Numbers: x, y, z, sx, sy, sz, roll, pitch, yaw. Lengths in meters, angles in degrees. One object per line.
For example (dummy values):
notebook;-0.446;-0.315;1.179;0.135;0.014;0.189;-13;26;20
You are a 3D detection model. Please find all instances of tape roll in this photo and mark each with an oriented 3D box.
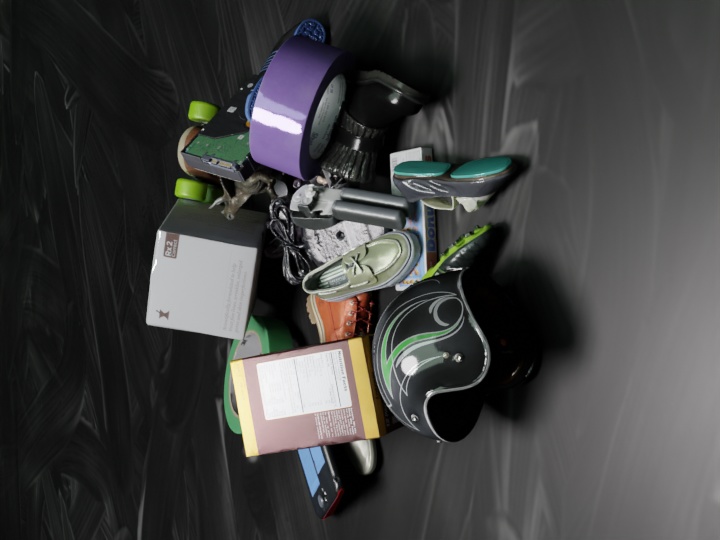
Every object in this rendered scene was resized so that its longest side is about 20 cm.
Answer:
tape roll;-0.084;-0.242;1.656;0.084;0.200;0.201;20;111;12
tape roll;-0.174;0.178;1.876;0.200;0.048;0.202;-35;50;55

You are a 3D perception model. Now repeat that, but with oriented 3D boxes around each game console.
game console;-0.074;0.279;1.748;0.177;0.031;0.201;106;147;-63

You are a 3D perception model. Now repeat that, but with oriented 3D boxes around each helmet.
helmet;0.108;0.111;1.423;0.190;0.199;0.201;-37;61;27

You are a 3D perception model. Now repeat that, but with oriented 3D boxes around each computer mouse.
computer mouse;-0.037;-0.060;1.690;0.199;0.053;0.139;-9;99;28

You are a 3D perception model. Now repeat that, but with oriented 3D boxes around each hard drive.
hard drive;-0.179;-0.232;1.797;0.139;0.200;0.038;17;147;37

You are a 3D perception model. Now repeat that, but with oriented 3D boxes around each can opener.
can opener;-0.014;-0.089;1.614;0.199;0.053;0.067;8;142;31

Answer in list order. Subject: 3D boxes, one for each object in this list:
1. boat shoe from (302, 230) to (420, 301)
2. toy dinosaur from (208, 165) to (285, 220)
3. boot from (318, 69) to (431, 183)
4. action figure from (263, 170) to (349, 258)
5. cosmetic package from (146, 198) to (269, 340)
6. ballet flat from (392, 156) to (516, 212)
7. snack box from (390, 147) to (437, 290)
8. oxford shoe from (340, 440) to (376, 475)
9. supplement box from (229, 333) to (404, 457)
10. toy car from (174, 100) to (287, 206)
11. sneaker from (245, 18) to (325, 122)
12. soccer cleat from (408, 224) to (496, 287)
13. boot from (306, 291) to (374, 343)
boat shoe;0.000;0.000;1.609;0.199;0.062;0.072;-29;71;37
toy dinosaur;-0.160;-0.170;1.795;0.102;0.077;0.201;27;79;19
boot;0.019;-0.201;1.601;0.211;0.079;0.159;27;99;66
action figure;-0.078;-0.090;1.770;0.200;0.069;0.131;-35;59;44
cosmetic package;-0.250;-0.006;1.844;0.200;0.164;0.166;-88;7;-70
ballet flat;0.131;-0.114;1.496;0.199;0.073;0.074;3;93;41
snack box;0.076;-0.072;1.599;0.072;0.024;0.202;-5;87;52
oxford shoe;-0.033;0.229;1.725;0.075;0.057;0.201;-49;55;39
supplement box;-0.041;0.167;1.552;0.199;0.197;0.134;-11;87;20
toy car;-0.196;-0.189;1.897;0.199;0.158;0.166;10;90;27
sneaker;-0.126;-0.311;1.777;0.201;0.070;0.078;-57;18;-14
soccer cleat;0.128;0.016;1.511;0.081;0.067;0.200;46;123;4
boot;-0.013;0.088;1.686;0.107;0.075;0.201;-47;55;36
